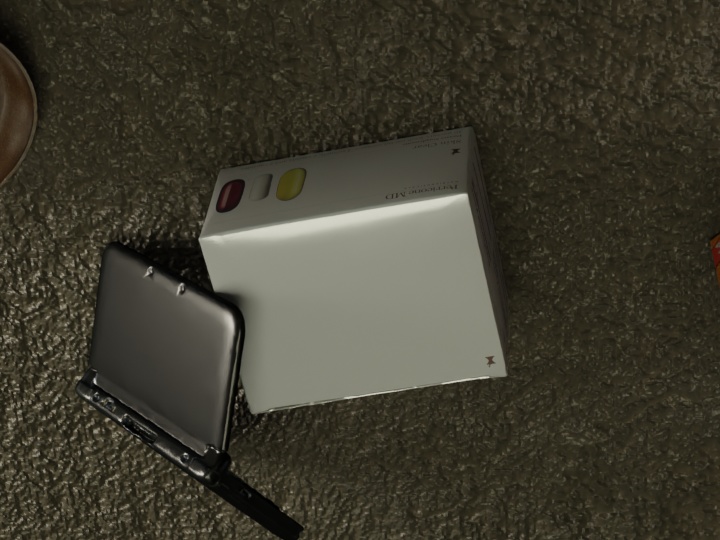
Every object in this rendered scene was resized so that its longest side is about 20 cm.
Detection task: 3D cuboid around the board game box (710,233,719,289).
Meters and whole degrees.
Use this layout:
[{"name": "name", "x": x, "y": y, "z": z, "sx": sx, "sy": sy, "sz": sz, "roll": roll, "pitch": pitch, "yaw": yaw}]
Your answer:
[{"name": "board game box", "x": 0.393, "y": 0.036, "z": 1.268, "sx": 0.199, "sy": 0.201, "sz": 0.200, "roll": -38, "pitch": 110, "yaw": 23}]

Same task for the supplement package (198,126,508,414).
[{"name": "supplement package", "x": 0.000, "y": 0.000, "z": 1.335, "sx": 0.198, "sy": 0.111, "sz": 0.157, "roll": -9, "pitch": 119, "yaw": 10}]

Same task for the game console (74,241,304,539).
[{"name": "game console", "x": -0.121, "y": 0.092, "z": 1.376, "sx": 0.176, "sy": 0.199, "sz": 0.117, "roll": 42, "pitch": 79, "yaw": -40}]

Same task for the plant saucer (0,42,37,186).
[{"name": "plant saucer", "x": -0.334, "y": -0.111, "z": 1.306, "sx": 0.198, "sy": 0.032, "sz": 0.201, "roll": -14, "pitch": 139, "yaw": -13}]
